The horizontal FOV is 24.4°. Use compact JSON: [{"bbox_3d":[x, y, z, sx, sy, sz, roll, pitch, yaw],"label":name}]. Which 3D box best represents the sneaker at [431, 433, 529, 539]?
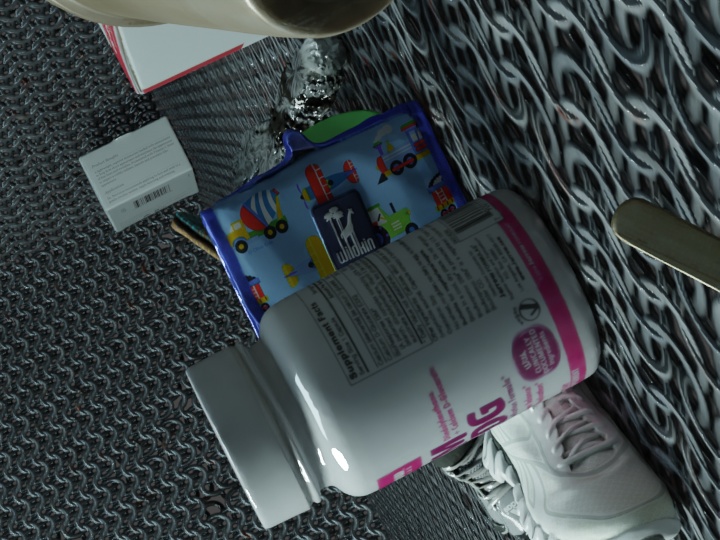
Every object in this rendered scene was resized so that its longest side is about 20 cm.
[{"bbox_3d":[0.093,0.132,1.144,0.116,0.075,0.200,57,-171,9],"label":"sneaker"}]

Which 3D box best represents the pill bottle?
[{"bbox_3d":[0.016,0.049,0.886,0.114,0.200,0.113,61,173,12],"label":"pill bottle"}]

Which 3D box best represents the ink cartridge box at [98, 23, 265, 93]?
[{"bbox_3d":[-0.131,-0.237,1.124,0.200,0.145,0.083,58,171,32],"label":"ink cartridge box"}]

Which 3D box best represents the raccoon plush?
[{"bbox_3d":[-0.006,-0.076,1.224,0.200,0.134,0.097,-53,42,47],"label":"raccoon plush"}]

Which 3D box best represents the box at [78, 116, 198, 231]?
[{"bbox_3d":[-0.452,-0.196,3.423,0.131,0.199,0.200,62,173,9],"label":"box"}]

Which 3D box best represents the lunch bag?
[{"bbox_3d":[0.000,0.000,1.029,0.200,0.150,0.094,65,172,-17],"label":"lunch bag"}]

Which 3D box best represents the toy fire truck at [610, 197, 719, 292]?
[{"bbox_3d":[0.142,0.067,0.435,0.176,0.128,0.201,143,111,-83],"label":"toy fire truck"}]

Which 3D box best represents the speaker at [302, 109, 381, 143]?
[{"bbox_3d":[0.017,-0.007,1.152,0.200,0.088,0.088,67,172,-29],"label":"speaker"}]

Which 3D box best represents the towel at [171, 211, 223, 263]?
[{"bbox_3d":[-0.032,0.009,1.266,0.200,0.022,0.147,20,-172,-45],"label":"towel"}]

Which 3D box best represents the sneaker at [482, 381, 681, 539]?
[{"bbox_3d":[0.112,0.098,0.929,0.200,0.075,0.081,-138,33,-66],"label":"sneaker"}]

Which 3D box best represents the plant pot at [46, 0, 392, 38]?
[{"bbox_3d":[-0.061,-0.186,0.738,0.173,0.200,0.200,34,154,43],"label":"plant pot"}]
